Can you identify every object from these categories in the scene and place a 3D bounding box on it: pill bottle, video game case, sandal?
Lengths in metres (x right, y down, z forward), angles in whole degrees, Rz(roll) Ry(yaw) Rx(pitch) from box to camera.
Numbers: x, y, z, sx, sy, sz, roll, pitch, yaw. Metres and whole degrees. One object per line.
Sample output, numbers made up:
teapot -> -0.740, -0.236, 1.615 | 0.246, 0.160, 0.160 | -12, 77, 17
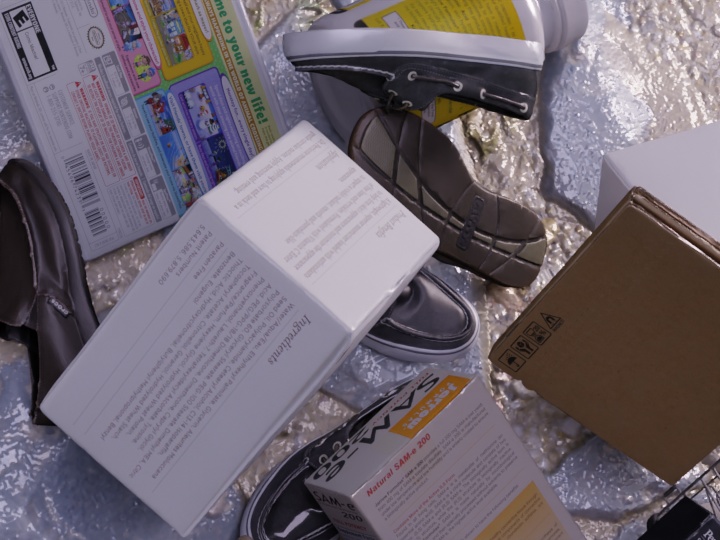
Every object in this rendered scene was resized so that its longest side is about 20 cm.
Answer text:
pill bottle -> 0.068, -0.173, 1.521 | 0.199, 0.111, 0.112 | -26, 80, -18
video game case -> -0.156, -0.133, 1.463 | 0.181, 0.022, 0.201 | -25, 105, -19
sandal -> 0.058, -0.050, 1.488 | 0.199, 0.054, 0.082 | 29, 80, -36

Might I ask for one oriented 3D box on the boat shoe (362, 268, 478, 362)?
boat shoe -> 0.000, 0.000, 1.467 | 0.199, 0.066, 0.070 | 31, 69, -2

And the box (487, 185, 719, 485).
box -> 0.198, 0.050, 1.360 | 0.163, 0.200, 0.021 | 34, 48, -3

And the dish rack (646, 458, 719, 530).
dish rack -> 0.300, 0.145, 1.421 | 0.153, 0.200, 0.055 | -9, 62, -32

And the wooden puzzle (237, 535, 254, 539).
wooden puzzle -> -0.036, 0.296, 1.311 | 0.199, 0.037, 0.186 | 32, 108, 25

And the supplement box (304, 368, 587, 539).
supplement box -> 0.071, 0.183, 1.394 | 0.126, 0.073, 0.201 | -41, 109, -21

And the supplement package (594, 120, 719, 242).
supplement package -> 0.241, 0.013, 1.439 | 0.119, 0.201, 0.121 | -16, 47, -17

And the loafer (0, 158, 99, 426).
loafer -> -0.226, 0.018, 1.412 | 0.071, 0.073, 0.201 | -16, 77, -19

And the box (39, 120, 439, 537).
box -> -0.075, 0.034, 1.337 | 0.131, 0.200, 0.199 | 41, 26, 2

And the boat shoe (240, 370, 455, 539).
boat shoe -> 0.001, 0.135, 1.432 | 0.199, 0.066, 0.070 | -32, 82, -20

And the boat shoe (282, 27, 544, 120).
boat shoe -> 0.040, -0.137, 1.416 | 0.199, 0.069, 0.057 | 1, 92, -24

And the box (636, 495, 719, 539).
box -> 0.239, 0.275, 1.357 | 0.141, 0.079, 0.200 | -41, 96, 1
